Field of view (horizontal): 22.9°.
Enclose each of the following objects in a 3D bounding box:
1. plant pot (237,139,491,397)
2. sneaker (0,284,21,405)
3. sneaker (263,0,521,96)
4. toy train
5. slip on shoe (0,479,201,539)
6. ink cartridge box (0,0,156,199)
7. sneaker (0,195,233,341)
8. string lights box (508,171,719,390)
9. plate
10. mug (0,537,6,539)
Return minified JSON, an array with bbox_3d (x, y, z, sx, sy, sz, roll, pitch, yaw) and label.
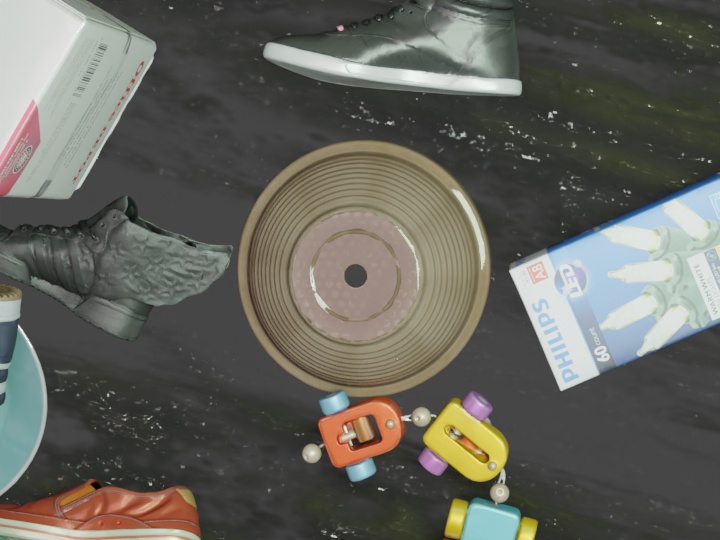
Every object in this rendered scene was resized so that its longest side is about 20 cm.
[{"bbox_3d":[0.000,0.000,1.357,0.199,0.093,0.203,0,93,5],"label":"plant pot"},{"bbox_3d":[-0.360,0.063,1.349,0.198,0.070,0.109,2,102,-15],"label":"sneaker"},{"bbox_3d":[0.028,-0.189,1.356,0.198,0.071,0.100,5,92,-1],"label":"sneaker"},{"bbox_3d":[0.053,0.169,1.382,0.149,0.056,0.201,-25,94,11],"label":"toy train"},{"bbox_3d":[-0.221,0.198,1.407,0.198,0.074,0.062,-1,61,10],"label":"slip on shoe"},{"bbox_3d":[-0.241,-0.133,1.315,0.082,0.200,0.147,32,95,6],"label":"ink cartridge box"},{"bbox_3d":[-0.208,-0.020,1.391,0.199,0.060,0.105,30,97,-3],"label":"sneaker"},{"bbox_3d":[0.223,0.004,1.354,0.199,0.059,0.103,-24,93,6],"label":"string lights box"},{"bbox_3d":[-0.347,0.099,1.415,0.199,0.026,0.202,0,102,-1],"label":"plate"},{"bbox_3d":[-0.297,0.273,1.372,0.184,0.152,0.115,19,51,-3],"label":"mug"}]
